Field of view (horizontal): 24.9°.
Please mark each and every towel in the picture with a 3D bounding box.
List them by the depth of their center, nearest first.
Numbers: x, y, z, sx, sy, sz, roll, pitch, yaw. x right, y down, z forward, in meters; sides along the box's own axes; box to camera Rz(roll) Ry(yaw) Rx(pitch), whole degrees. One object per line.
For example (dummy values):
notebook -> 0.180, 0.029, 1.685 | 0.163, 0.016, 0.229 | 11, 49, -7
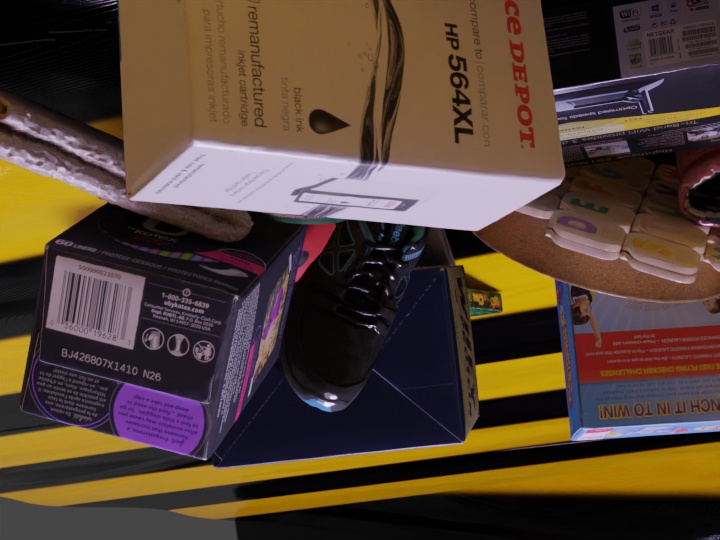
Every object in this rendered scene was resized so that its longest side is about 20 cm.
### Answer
towel -> -0.167, -0.068, 0.954 | 0.199, 0.035, 0.132 | 23, -175, -45

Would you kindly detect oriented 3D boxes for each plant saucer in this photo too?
plant saucer -> 0.169, -0.038, 1.141 | 0.199, 0.036, 0.200 | 11, -157, -5

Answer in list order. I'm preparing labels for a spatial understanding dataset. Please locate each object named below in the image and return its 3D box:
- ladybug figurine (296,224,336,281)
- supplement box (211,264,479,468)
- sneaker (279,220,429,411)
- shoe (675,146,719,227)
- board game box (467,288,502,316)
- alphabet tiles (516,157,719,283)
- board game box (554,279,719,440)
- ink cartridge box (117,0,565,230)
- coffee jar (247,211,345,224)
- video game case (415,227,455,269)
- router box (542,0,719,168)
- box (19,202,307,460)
ladybug figurine -> -0.086, -0.034, 1.189 | 0.135, 0.073, 0.199 | -15, 162, 35
supplement box -> -0.012, 0.073, 1.322 | 0.198, 0.135, 0.200 | -6, 180, 7
sneaker -> 0.000, 0.000, 1.134 | 0.073, 0.201, 0.082 | 24, 153, -13
shoe -> 0.304, -0.075, 1.066 | 0.199, 0.091, 0.072 | -5, 126, 16
board game box -> 0.054, 0.033, 1.544 | 0.104, 0.024, 0.200 | -12, 171, 23
alphabet tiles -> 0.187, -0.042, 1.094 | 0.194, 0.015, 0.200 | 17, -157, 11
board game box -> 0.252, 0.025, 1.264 | 0.198, 0.197, 0.056 | -3, 166, -3
ink cartridge box -> -0.010, -0.105, 0.783 | 0.199, 0.147, 0.084 | 3, 162, -30
coffee jar -> -0.037, -0.092, 0.941 | 0.103, 0.086, 0.200 | 6, 165, -1
video game case -> -0.024, -0.011, 1.393 | 0.198, 0.024, 0.182 | -6, 165, 7
router box -> 0.127, -0.109, 0.997 | 0.198, 0.053, 0.157 | -8, 166, 13
box -> -0.117, 0.022, 1.019 | 0.121, 0.107, 0.200 | 14, -164, 5
